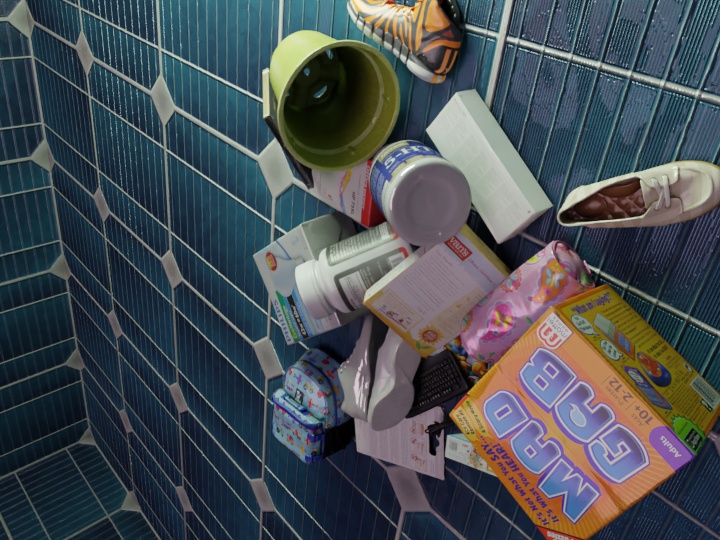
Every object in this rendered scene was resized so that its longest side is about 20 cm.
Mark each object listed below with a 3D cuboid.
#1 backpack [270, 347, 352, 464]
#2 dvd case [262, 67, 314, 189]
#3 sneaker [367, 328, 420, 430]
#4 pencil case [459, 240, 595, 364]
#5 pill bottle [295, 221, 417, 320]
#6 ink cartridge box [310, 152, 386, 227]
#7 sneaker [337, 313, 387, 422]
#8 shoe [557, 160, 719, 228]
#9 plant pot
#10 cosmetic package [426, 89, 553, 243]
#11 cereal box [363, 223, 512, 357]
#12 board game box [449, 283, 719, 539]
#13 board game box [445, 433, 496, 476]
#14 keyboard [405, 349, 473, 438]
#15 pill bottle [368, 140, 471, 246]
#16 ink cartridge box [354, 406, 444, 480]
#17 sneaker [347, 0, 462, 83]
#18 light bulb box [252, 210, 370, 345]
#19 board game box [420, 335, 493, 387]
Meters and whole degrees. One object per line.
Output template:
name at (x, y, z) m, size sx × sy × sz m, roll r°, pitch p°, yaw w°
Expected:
backpack at (-0.102, 0.280, 1.346) m, size 0.181 × 0.133 × 0.203 m, roll 32°, pitch 126°, yaw 36°
dvd case at (-0.126, -0.249, 1.091) m, size 0.150 × 0.016 × 0.202 m, roll 57°, pitch -167°, yaw -37°
sneaker at (0.053, 0.182, 1.104) m, size 0.089 × 0.074 × 0.203 m, roll 51°, pitch 130°, yaw 56°
pencil case at (0.224, 0.049, 0.866) m, size 0.088 × 0.087 × 0.200 m, roll 54°, pitch 125°, yaw 18°
pill bottle at (0.000, 0.000, 1.037) m, size 0.197 × 0.114 × 0.116 m, roll -22°, pitch 89°, yaw 9°
ink cartridge box at (0.003, -0.155, 1.080) m, size 0.199 × 0.067 × 0.118 m, roll 32°, pitch 129°, yaw 37°
sneaker at (-0.004, 0.178, 1.186) m, size 0.087 × 0.075 × 0.204 m, roll 7°, pitch 90°, yaw 35°
shoe at (0.324, -0.080, 0.741) m, size 0.198 × 0.053 × 0.071 m, roll -8°, pitch 100°, yaw 51°
plant pot at (-0.062, -0.292, 1.006) m, size 0.185 × 0.197 × 0.203 m, roll -124°, pitch 36°, yaw -47°
cosmetic package at (0.179, -0.148, 0.887) m, size 0.202 × 0.050 × 0.083 m, roll 60°, pitch 143°, yaw 12°
cereal box at (0.121, 0.032, 0.947) m, size 0.144 × 0.040 × 0.199 m, roll 42°, pitch 120°, yaw -16°
board game box at (0.274, 0.168, 0.762) m, size 0.201 × 0.198 × 0.201 m, roll 50°, pitch 123°, yaw 23°
board game box at (0.243, 0.283, 0.932) m, size 0.198 × 0.133 × 0.035 m, roll 6°, pitch 89°, yaw 48°
keyboard at (0.127, 0.223, 1.087) m, size 0.128 × 0.020 × 0.200 m, roll 59°, pitch 143°, yaw 10°
pill bottle at (0.075, -0.123, 0.916) m, size 0.200 × 0.117 × 0.122 m, roll -117°, pitch 23°, yaw -65°
ink cartridge box at (0.079, 0.302, 1.224) m, size 0.197 × 0.050 × 0.164 m, roll 8°, pitch 113°, yaw 28°
sneaker at (0.072, -0.373, 0.908) m, size 0.200 × 0.077 × 0.113 m, roll 42°, pitch 131°, yaw 15°
light bulb box at (-0.084, 0.016, 1.213) m, size 0.199 × 0.124 × 0.201 m, roll -25°, pitch 86°, yaw 50°
board game box at (0.145, 0.112, 1.054) m, size 0.198 × 0.034 × 0.129 m, roll 23°, pitch 123°, yaw 42°
